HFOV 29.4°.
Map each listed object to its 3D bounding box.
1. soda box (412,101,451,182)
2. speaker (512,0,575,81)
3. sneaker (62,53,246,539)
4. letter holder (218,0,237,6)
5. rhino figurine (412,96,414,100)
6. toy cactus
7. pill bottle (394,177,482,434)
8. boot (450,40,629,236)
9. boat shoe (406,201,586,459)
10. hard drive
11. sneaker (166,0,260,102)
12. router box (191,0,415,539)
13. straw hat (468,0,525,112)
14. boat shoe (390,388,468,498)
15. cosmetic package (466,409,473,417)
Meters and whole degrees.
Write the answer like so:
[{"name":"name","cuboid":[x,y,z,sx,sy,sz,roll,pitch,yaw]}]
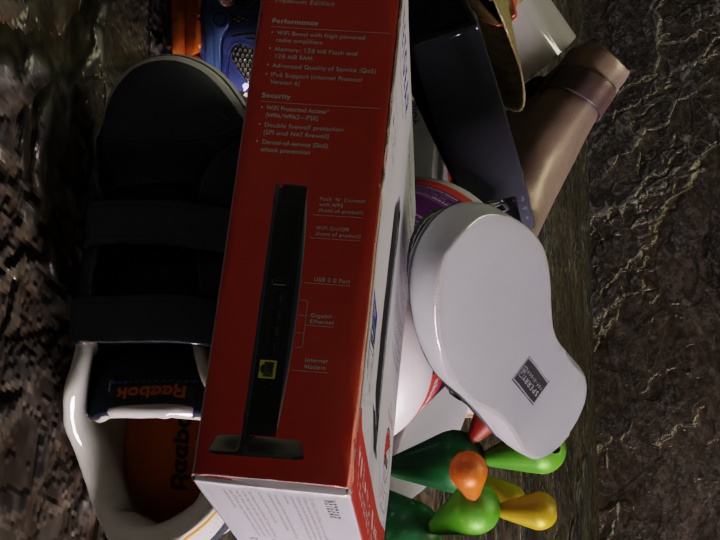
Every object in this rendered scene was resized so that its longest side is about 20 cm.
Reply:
[{"name":"soda box","cuboid":[0.029,-0.089,0.986,0.064,0.068,0.201,66,23,-53]},{"name":"speaker","cuboid":[0.066,-0.221,0.968,0.200,0.081,0.081,53,23,-10]},{"name":"sneaker","cuboid":[-0.072,0.015,0.535,0.079,0.078,0.201,-28,115,-81]},{"name":"letter holder","cuboid":[-0.059,-0.215,0.616,0.142,0.100,0.201,62,27,-62]},{"name":"rhino figurine","cuboid":[0.004,-0.136,0.902,0.087,0.059,0.201,28,55,-71]},{"name":"toy cactus","cuboid":[0.008,0.125,0.734,0.165,0.200,0.102,42,-8,46]},{"name":"pill bottle","cuboid":[0.003,0.024,0.725,0.200,0.112,0.113,-35,121,-60]},{"name":"boot","cuboid":[0.125,-0.087,0.932,0.070,0.146,0.200,37,14,-10]},{"name":"boat shoe","cuboid":[0.053,0.028,0.632,0.069,0.057,0.200,-49,146,-12]},{"name":"hard drive","cuboid":[0.049,-0.114,0.793,0.200,0.042,0.135,62,5,-58]},{"name":"sneaker","cuboid":[-0.033,-0.075,0.713,0.200,0.078,0.076,50,39,-66]},{"name":"router box","cuboid":[-0.012,0.014,0.513,0.200,0.049,0.180,81,14,-69]},{"name":"straw hat","cuboid":[0.080,-0.197,0.806,0.202,0.085,0.201,58,-2,3]},{"name":"boat shoe","cuboid":[0.041,0.063,0.987,0.072,0.066,0.201,13,93,-52]},{"name":"cosmetic package","cuboid":[0.080,0.070,1.115,0.200,0.082,0.051,56,35,-62]}]
